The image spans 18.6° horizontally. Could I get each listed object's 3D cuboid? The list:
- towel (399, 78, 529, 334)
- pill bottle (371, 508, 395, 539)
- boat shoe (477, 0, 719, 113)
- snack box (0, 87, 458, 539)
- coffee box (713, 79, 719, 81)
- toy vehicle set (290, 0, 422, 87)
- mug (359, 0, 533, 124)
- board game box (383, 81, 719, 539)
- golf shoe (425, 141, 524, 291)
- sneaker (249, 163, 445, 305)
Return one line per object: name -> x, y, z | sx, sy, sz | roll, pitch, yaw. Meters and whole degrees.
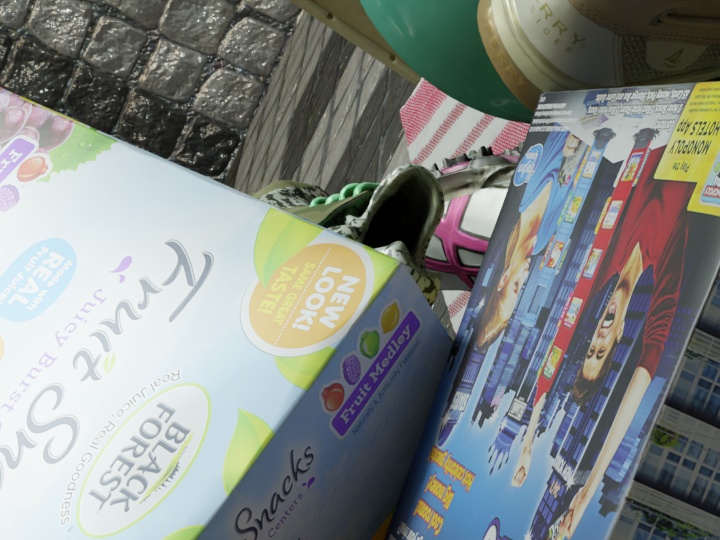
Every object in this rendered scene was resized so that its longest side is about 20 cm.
towel -> 0.071, -0.015, 0.900 | 0.146, 0.030, 0.202 | 129, 131, -62
pill bottle -> 0.058, 0.073, 0.731 | 0.200, 0.110, 0.112 | 144, 148, -73
boat shoe -> 0.124, -0.100, 0.673 | 0.199, 0.073, 0.065 | -21, -14, -38
snack box -> -0.091, 0.047, 0.648 | 0.199, 0.068, 0.169 | 23, 69, 40
coffee box -> 0.157, -0.127, 0.846 | 0.123, 0.044, 0.201 | -80, 15, -51
toy vehicle set -> 0.049, -0.149, 0.923 | 0.200, 0.124, 0.027 | -43, 17, 54
mug -> 0.075, -0.140, 0.779 | 0.185, 0.152, 0.114 | -52, 10, -33
board game box -> 0.056, 0.058, 0.535 | 0.200, 0.061, 0.201 | -157, 89, -80
golf shoe -> 0.070, -0.004, 0.786 | 0.199, 0.072, 0.093 | -10, 91, 55
sneaker -> 0.000, 0.000, 0.762 | 0.089, 0.077, 0.200 | -45, 16, 12
